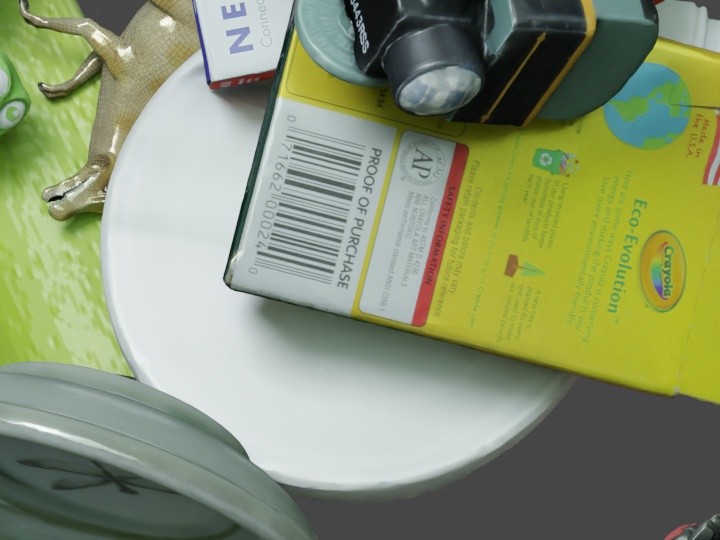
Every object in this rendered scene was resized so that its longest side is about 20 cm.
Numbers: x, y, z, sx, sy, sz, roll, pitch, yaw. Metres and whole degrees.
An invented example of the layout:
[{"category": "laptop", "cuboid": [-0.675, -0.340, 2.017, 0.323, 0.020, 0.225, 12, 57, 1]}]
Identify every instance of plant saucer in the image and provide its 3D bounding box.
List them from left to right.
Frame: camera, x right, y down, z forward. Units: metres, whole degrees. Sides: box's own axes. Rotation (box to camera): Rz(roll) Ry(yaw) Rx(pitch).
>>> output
[{"category": "plant saucer", "cuboid": [-0.096, 0.079, 0.982, 0.199, 0.200, 0.050, 14, 65, 5]}]

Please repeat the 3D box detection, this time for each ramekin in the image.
[{"category": "ramekin", "cuboid": [0.000, 0.000, 1.068, 0.202, 0.094, 0.203, 0, 72, 1]}]

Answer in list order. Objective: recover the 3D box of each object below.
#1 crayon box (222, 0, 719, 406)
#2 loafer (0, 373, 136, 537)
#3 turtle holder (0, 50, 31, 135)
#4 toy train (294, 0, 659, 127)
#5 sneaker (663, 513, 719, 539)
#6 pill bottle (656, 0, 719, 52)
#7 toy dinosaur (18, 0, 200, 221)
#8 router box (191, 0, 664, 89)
[{"category": "crayon box", "cuboid": [0.061, -0.030, 0.979, 0.199, 0.051, 0.127, 15, 89, -4]}, {"category": "loafer", "cuboid": [-0.173, 0.073, 1.056, 0.199, 0.072, 0.073, -11, 71, -3]}, {"category": "turtle holder", "cuboid": [-0.205, -0.146, 1.092, 0.131, 0.141, 0.186, -21, 58, -6]}, {"category": "toy train", "cuboid": [0.030, -0.137, 0.930, 0.114, 0.085, 0.201, 3, 55, -26]}, {"category": "sneaker", "cuboid": [0.113, 0.154, 0.986, 0.071, 0.200, 0.098, 40, 111, 4]}, {"category": "pill bottle", "cuboid": [0.203, -0.051, 1.073, 0.199, 0.112, 0.113, 11, 72, 5]}, {"category": "toy dinosaur", "cuboid": [-0.074, -0.113, 1.118, 0.101, 0.058, 0.200, 43, 103, 14]}, {"category": "router box", "cuboid": [0.010, -0.182, 1.023, 0.179, 0.049, 0.201, -12, 91, -4]}]
